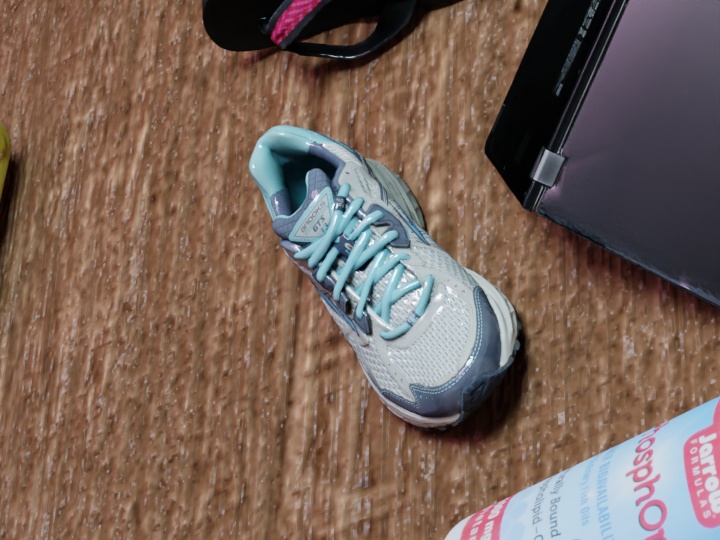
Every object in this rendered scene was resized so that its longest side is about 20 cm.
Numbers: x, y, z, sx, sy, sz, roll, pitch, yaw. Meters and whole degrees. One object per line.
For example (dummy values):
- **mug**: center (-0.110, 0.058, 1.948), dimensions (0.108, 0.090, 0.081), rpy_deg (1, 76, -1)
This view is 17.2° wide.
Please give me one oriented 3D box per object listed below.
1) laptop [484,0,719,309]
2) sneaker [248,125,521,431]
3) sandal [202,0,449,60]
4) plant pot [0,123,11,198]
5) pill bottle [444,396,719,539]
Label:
- **laptop**: center (0.155, -0.097, 1.058), dimensions (0.200, 0.115, 0.188), rpy_deg (-113, 46, -75)
- **sneaker**: center (0.000, 0.000, 1.116), dimensions (0.078, 0.086, 0.200), rpy_deg (-48, 40, 7)
- **sandal**: center (-0.006, -0.139, 1.235), dimensions (0.199, 0.075, 0.045), rpy_deg (-10, 68, 36)
- **plant pot**: center (-0.320, -0.042, 1.380), dimensions (0.199, 0.195, 0.195), rpy_deg (-13, 54, 29)
- **pill bottle**: center (0.135, 0.107, 0.895), dimensions (0.199, 0.109, 0.109), rpy_deg (-29, 46, 26)
